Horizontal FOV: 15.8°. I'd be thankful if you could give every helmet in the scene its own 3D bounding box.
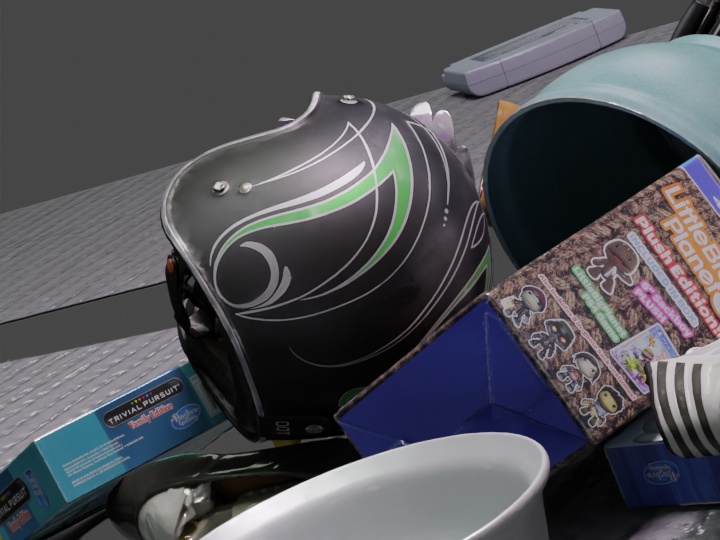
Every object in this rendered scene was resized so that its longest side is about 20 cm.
[{"bbox_3d":[-0.013,-0.004,1.553,0.191,0.200,0.200,-26,12,-15],"label":"helmet"}]

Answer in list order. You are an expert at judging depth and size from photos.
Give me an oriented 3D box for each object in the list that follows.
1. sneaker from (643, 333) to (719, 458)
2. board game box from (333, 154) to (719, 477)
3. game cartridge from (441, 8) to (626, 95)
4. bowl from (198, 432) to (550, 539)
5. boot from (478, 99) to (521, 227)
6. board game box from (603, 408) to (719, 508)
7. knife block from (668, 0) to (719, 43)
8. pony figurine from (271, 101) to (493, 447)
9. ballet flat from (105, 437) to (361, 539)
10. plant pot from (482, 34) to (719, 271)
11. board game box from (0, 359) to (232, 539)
[{"bbox_3d":[0.206,0.030,1.292,0.115,0.076,0.200,-10,19,39],"label":"sneaker"},{"bbox_3d":[0.113,0.046,1.424,0.200,0.097,0.159,-31,-7,-43],"label":"board game box"},{"bbox_3d":[0.201,-0.250,2.984,0.200,0.042,0.133,-23,15,-9],"label":"game cartridge"},{"bbox_3d":[0.008,0.158,1.225,0.201,0.090,0.201,-19,11,4],"label":"bowl"},{"bbox_3d":[0.183,-0.069,1.719,0.200,0.069,0.188,17,52,5],"label":"boot"},{"bbox_3d":[0.263,0.059,1.355,0.200,0.043,0.199,-9,18,47],"label":"board game box"},{"bbox_3d":[0.212,-0.099,1.845,0.200,0.176,0.064,-16,-11,24],"label":"knife block"},{"bbox_3d":[0.000,0.000,1.727,0.166,0.193,0.200,5,34,45],"label":"pony figurine"},{"bbox_3d":[-0.077,0.141,1.542,0.200,0.068,0.068,-15,26,28],"label":"ballet flat"},{"bbox_3d":[0.192,-0.059,1.569,0.200,0.200,0.134,-9,31,47],"label":"plant pot"},{"bbox_3d":[-0.164,0.120,1.683,0.151,0.047,0.200,-27,-6,-28],"label":"board game box"}]
